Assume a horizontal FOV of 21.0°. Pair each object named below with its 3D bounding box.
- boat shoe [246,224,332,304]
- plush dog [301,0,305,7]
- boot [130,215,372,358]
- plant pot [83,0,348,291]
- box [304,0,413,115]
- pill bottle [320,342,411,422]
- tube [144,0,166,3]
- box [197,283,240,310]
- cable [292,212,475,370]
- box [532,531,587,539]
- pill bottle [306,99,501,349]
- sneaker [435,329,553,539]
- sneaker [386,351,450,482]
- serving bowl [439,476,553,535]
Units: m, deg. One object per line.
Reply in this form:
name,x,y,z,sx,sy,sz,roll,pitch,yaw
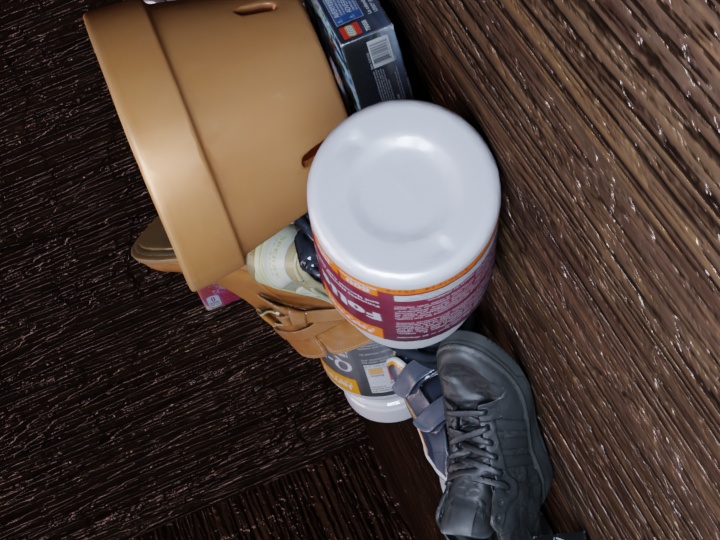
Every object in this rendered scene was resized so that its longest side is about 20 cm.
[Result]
boat shoe,0.000,-0.003,1.532,0.063,0.200,0.074,16,92,43
plush dog,-0.054,-0.156,1.552,0.172,0.160,0.201,-68,-35,-56
boot,-0.088,0.013,1.632,0.199,0.074,0.155,0,139,42
plant pot,-0.087,-0.103,1.314,0.200,0.140,0.201,159,90,-86
box,0.007,-0.122,1.356,0.137,0.040,0.200,-115,5,-48
pill bottle,0.012,0.046,1.762,0.200,0.116,0.117,73,173,-51
tube,-0.114,-0.219,1.582,0.200,0.058,0.052,-33,-67,-54
box,-0.081,-0.060,1.838,0.096,0.199,0.100,70,176,-47
cable,0.010,-0.004,1.438,0.200,0.051,0.163,29,-160,-44
box,0.154,0.319,1.351,0.200,0.047,0.194,-81,-23,-50
pill bottle,0.028,-0.020,1.201,0.200,0.114,0.115,82,165,-74
sneaker,0.088,0.145,1.360,0.104,0.060,0.200,-58,-43,-37
sneaker,0.067,0.094,1.504,0.080,0.078,0.200,56,-175,-33
serving bowl,0.131,0.245,1.589,0.200,0.066,0.201,157,90,-87
